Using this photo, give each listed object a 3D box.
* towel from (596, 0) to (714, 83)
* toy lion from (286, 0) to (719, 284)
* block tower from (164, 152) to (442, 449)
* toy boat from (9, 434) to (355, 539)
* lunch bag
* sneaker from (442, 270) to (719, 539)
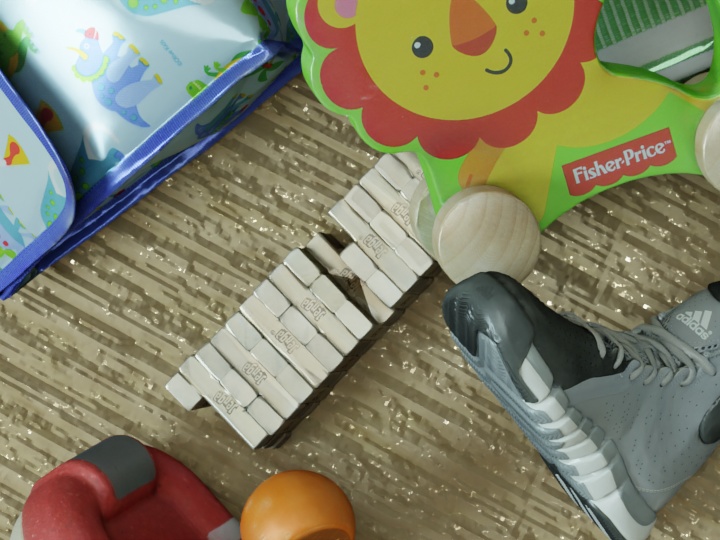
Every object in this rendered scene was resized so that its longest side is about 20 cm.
[{"bbox_3d":[0.115,-0.181,1.277,0.152,0.023,0.201,-24,85,8],"label":"towel"},{"bbox_3d":[0.075,-0.101,1.184,0.199,0.069,0.193,-19,109,-5],"label":"toy lion"},{"bbox_3d":[0.000,0.000,1.273,0.200,0.054,0.058,-45,82,5],"label":"block tower"},{"bbox_3d":[-0.051,0.142,1.229,0.200,0.130,0.131,47,114,6],"label":"toy boat"},{"bbox_3d":[-0.146,-0.109,1.270,0.200,0.127,0.170,-37,86,19],"label":"lunch bag"},{"bbox_3d":[0.115,0.032,1.202,0.115,0.200,0.075,-41,52,-4],"label":"sneaker"}]
